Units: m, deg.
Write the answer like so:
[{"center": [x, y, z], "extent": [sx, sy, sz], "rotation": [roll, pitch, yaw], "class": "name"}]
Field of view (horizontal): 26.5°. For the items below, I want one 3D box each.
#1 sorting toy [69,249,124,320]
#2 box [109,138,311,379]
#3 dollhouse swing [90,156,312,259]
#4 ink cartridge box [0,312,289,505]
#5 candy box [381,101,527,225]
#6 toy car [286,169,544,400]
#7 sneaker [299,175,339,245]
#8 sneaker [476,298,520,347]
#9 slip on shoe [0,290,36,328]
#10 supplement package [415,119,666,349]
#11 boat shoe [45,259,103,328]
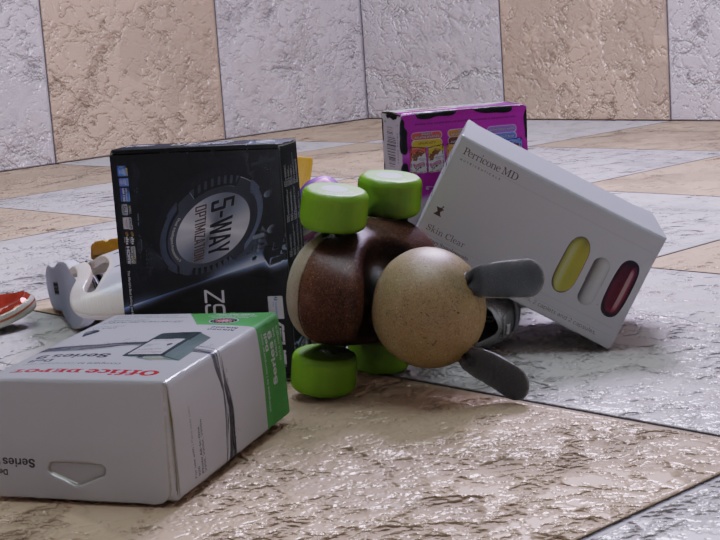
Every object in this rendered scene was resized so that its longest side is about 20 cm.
[{"center": [-0.194, 0.002, 1.491], "extent": [0.178, 0.108, 0.200], "rotation": [-11, 21, -8], "class": "sorting toy"}, {"center": [-0.127, -0.009, 1.314], "extent": [0.158, 0.203, 0.043], "rotation": [0, 11, 18], "class": "box"}, {"center": [-0.192, -0.078, 1.758], "extent": [0.198, 0.184, 0.175], "rotation": [-6, -24, 33], "class": "dollhouse swing"}, {"center": [-0.154, 0.092, 1.086], "extent": [0.144, 0.085, 0.200], "rotation": [-1, 11, 18], "class": "ink cartridge box"}, {"center": [0.096, -0.061, 1.514], "extent": [0.135, 0.203, 0.061], "rotation": [-6, 10, -17], "class": "candy box"}, {"center": [0.056, 0.024, 1.209], "extent": [0.198, 0.166, 0.157], "rotation": [14, 18, 33], "class": "toy car"}, {"center": [-0.058, -0.024, 1.398], "extent": [0.080, 0.201, 0.089], "rotation": [-22, 61, -23], "class": "sneaker"}, {"center": [0.043, 0.035, 1.353], "extent": [0.197, 0.076, 0.082], "rotation": [-3, 8, 5], "class": "sneaker"}, {"center": [-0.434, 0.039, 1.583], "extent": [0.198, 0.062, 0.074], "rotation": [-6, 8, -19], "class": "slip on shoe"}, {"center": [0.158, -0.038, 1.379], "extent": [0.198, 0.112, 0.156], "rotation": [26, 12, 1], "class": "supplement package"}, {"center": [-0.288, 0.020, 1.629], "extent": [0.066, 0.071, 0.200], "rotation": [-9, 3, -19], "class": "boat shoe"}]
